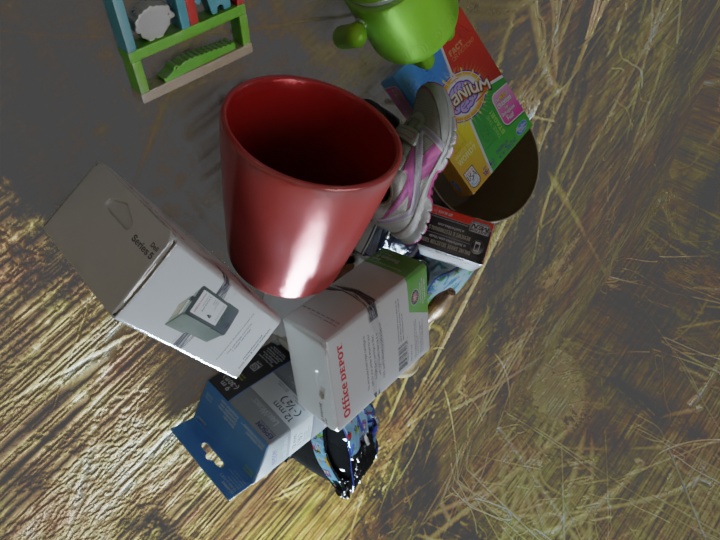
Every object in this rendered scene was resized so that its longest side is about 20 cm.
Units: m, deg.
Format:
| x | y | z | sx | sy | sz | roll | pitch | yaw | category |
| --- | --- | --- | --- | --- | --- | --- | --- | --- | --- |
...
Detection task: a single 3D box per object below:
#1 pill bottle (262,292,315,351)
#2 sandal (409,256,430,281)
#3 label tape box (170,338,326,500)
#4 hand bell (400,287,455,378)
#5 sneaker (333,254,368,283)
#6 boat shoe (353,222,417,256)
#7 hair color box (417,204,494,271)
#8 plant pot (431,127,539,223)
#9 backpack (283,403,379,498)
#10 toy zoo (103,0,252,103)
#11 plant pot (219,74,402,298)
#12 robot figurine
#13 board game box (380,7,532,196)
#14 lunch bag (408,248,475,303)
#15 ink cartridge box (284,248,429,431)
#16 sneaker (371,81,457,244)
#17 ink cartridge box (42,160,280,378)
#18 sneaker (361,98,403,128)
| x | y | z | sx | sy | sz | roll | pitch | yaw | category |
| --- | --- | --- | --- | --- | --- | --- | --- | --- | --- |
| -0.064 | 0.083 | 0.874 | 0.111 | 0.108 | 0.200 | -52 | 151 | -7 | pill bottle |
| 0.054 | 0.062 | 1.025 | 0.075 | 0.048 | 0.201 | 35 | 109 | -25 | sandal |
| -0.148 | 0.201 | 0.827 | 0.197 | 0.142 | 0.068 | -27 | 141 | -42 | label tape box |
| 0.109 | 0.093 | 1.013 | 0.103 | 0.105 | 0.201 | -25 | 160 | -42 | hand bell |
| 0.000 | 0.000 | 0.941 | 0.073 | 0.085 | 0.200 | -45 | 176 | 11 | sneaker |
| 0.060 | -0.093 | 0.864 | 0.076 | 0.090 | 0.202 | -80 | -166 | -45 | boat shoe |
| 0.141 | -0.046 | 0.885 | 0.200 | 0.098 | 0.063 | 13 | 95 | -83 | hair color box |
| 0.170 | -0.166 | 0.941 | 0.201 | 0.200 | 0.134 | -47 | -174 | -14 | plant pot |
| -0.060 | 0.251 | 0.993 | 0.134 | 0.179 | 0.205 | -41 | 137 | -39 | backpack |
| -0.158 | -0.259 | 0.483 | 0.130 | 0.020 | 0.204 | -38 | 146 | -31 | toy zoo |
| -0.069 | -0.083 | 0.643 | 0.198 | 0.200 | 0.180 | -27 | 150 | -41 | plant pot |
| 0.041 | -0.312 | 0.639 | 0.177 | 0.115 | 0.199 | -52 | 151 | 3 | robot figurine |
| 0.141 | -0.235 | 0.827 | 0.153 | 0.040 | 0.201 | -47 | 110 | -15 | board game box |
| 0.144 | 0.017 | 1.141 | 0.197 | 0.082 | 0.163 | -26 | 151 | -43 | lunch bag |
| 0.002 | 0.087 | 0.777 | 0.198 | 0.083 | 0.150 | -33 | 131 | -37 | ink cartridge box |
| 0.058 | -0.140 | 0.736 | 0.086 | 0.081 | 0.207 | 12 | 95 | -27 | sneaker |
| -0.186 | 0.007 | 0.574 | 0.085 | 0.144 | 0.200 | -49 | 150 | -6 | ink cartridge box |
| -0.017 | -0.136 | 0.778 | 0.099 | 0.070 | 0.205 | 28 | 89 | -59 | sneaker |
